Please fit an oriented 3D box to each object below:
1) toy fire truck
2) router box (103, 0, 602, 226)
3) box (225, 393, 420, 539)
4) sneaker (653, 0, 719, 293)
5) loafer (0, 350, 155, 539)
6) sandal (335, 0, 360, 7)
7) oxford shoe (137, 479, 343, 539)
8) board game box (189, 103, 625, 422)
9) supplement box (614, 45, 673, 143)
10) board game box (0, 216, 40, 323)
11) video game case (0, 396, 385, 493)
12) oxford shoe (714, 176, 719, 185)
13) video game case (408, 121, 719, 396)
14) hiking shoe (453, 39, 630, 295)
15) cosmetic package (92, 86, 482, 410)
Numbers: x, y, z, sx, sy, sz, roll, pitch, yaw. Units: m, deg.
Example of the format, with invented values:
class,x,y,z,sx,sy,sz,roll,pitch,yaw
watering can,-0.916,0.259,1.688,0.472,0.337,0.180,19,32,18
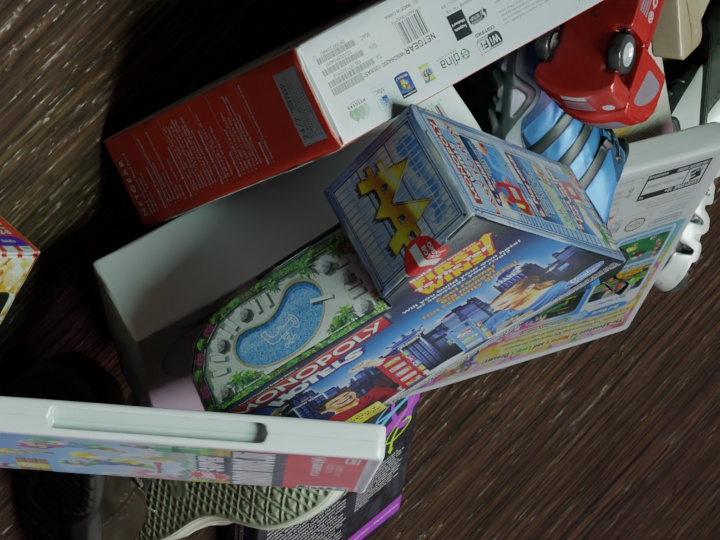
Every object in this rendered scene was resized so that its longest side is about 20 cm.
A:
class,x,y,z,sx,sy,sz,roll,pitch,yaw
toy fire truck,0.159,-0.157,1.229,0.141,0.048,0.201,38,67,-58
router box,0.003,-0.100,1.121,0.199,0.049,0.179,-31,-172,-34
box,-0.026,0.140,1.511,0.143,0.036,0.201,-37,157,-27
sneaker,0.202,-0.092,1.551,0.090,0.066,0.201,19,89,-21
loafer,-0.144,0.095,1.243,0.071,0.073,0.200,-43,163,-27
sandal,0.016,-0.155,1.076,0.199,0.045,0.075,-21,-172,45
oxford shoe,-0.065,0.106,1.291,0.058,0.076,0.199,-20,179,-39
board game box,0.014,0.001,1.093,0.199,0.062,0.200,-32,161,4
supplement box,0.114,-0.094,1.394,0.126,0.074,0.200,-41,153,-9
board game box,-0.246,0.061,1.043,0.151,0.046,0.201,3,122,-60
video game case,-0.092,0.081,1.083,0.143,0.198,0.018,107,-12,-78
oxford shoe,0.202,-0.033,1.634,0.200,0.071,0.073,-53,160,3
video game case,0.112,-0.004,1.409,0.199,0.024,0.183,-15,148,-31
hiking shoe,0.099,-0.078,1.259,0.086,0.074,0.201,-12,116,-18
cosmetic package,-0.031,-0.002,1.193,0.199,0.052,0.151,-28,162,-10
